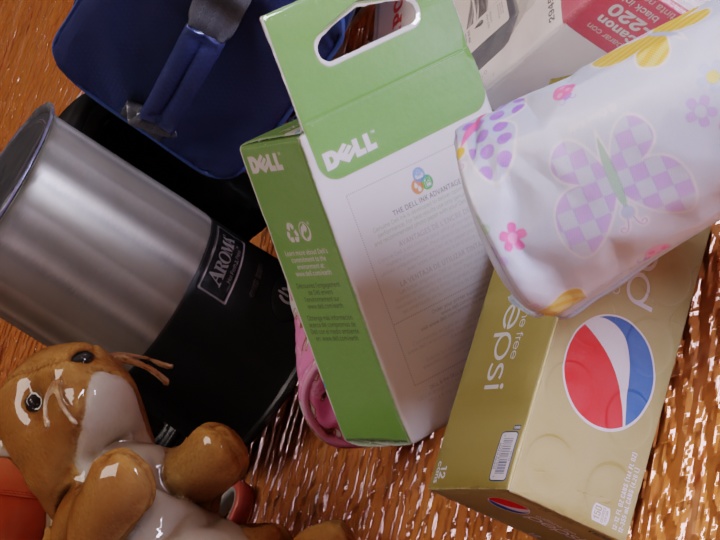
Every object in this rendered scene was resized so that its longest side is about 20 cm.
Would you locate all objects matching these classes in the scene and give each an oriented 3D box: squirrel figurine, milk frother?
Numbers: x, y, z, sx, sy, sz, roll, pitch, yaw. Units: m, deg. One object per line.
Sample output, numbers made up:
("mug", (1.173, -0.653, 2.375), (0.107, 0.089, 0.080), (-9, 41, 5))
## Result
("squirrel figurine", (-0.124, 0.136, 1.191), (0.187, 0.141, 0.201), (48, 148, 18))
("milk frother", (-0.147, 0.022, 1.322), (0.200, 0.187, 0.181), (-49, 18, 23))

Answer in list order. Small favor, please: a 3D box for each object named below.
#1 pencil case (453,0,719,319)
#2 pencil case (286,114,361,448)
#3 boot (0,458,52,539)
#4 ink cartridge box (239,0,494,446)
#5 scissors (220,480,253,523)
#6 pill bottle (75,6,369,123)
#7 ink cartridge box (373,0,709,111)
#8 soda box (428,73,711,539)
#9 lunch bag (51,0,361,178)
("pencil case", (0.137, -0.056, 0.937), (0.199, 0.091, 0.083), (-25, 17, 16))
("pencil case", (0.000, 0.000, 1.206), (0.082, 0.087, 0.201), (-12, 42, 3))
("boot", (-0.226, 0.179, 1.379), (0.075, 0.106, 0.201), (-122, 35, -52))
("ink cartridge box", (0.014, -0.033, 1.063), (0.103, 0.201, 0.059), (-26, 12, -30))
("scissors", (-0.122, 0.164, 1.351), (0.200, 0.014, 0.074), (-42, 36, 34))
("pill bottle", (-0.080, -0.128, 1.420), (0.200, 0.111, 0.112), (-44, 33, 34))
("ink cartridge box", (0.092, -0.123, 1.144), (0.200, 0.084, 0.147), (-41, 34, 42))
("soda box", (0.099, 0.014, 1.029), (0.064, 0.067, 0.202), (-8, 61, 59))
("lunch bag", (-0.075, -0.145, 1.244), (0.200, 0.135, 0.133), (-51, 7, 50))
